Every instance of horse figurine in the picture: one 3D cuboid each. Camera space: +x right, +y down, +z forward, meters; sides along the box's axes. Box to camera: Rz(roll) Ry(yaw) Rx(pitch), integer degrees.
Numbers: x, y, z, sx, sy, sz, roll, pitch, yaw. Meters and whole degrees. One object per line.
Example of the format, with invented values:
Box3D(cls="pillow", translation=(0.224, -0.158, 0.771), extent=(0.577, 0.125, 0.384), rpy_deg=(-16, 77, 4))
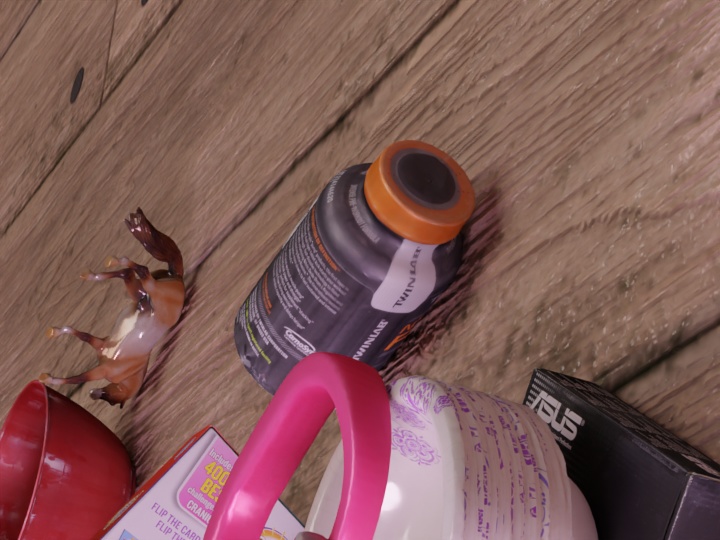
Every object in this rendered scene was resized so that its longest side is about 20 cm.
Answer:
Box3D(cls="horse figurine", translation=(-0.215, 0.044, 1.953), extent=(0.050, 0.132, 0.200), rpy_deg=(42, 108, 41))

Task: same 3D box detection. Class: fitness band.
Box3D(cls="fitness band", translation=(-0.041, 0.134, 1.117), extent=(0.200, 0.037, 0.144), rpy_deg=(-58, 24, 34))

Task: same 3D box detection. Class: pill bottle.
Box3D(cls="pill bottle", translation=(0.000, 0.000, 1.431), extent=(0.200, 0.106, 0.106), rpy_deg=(-53, 29, 43))

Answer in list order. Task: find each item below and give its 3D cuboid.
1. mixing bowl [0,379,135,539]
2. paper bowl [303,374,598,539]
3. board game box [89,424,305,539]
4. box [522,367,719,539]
Box3D(cls="mixing bowl", translation=(-0.275, 0.211, 1.959), extent=(0.200, 0.108, 0.200), rpy_deg=(-52, 29, 44))
Box3D(cls="paper bowl", translation=(0.046, 0.160, 1.067), extent=(0.201, 0.104, 0.201), rpy_deg=(-165, 90, -70))
Box3D(cls="board game box", translation=(-0.116, 0.223, 1.373), extent=(0.200, 0.153, 0.040), rpy_deg=(-45, 6, -29))
Box3D(cls="box", translation=(0.113, 0.168, 1.099), extent=(0.200, 0.047, 0.193), rpy_deg=(-142, 67, -68))
